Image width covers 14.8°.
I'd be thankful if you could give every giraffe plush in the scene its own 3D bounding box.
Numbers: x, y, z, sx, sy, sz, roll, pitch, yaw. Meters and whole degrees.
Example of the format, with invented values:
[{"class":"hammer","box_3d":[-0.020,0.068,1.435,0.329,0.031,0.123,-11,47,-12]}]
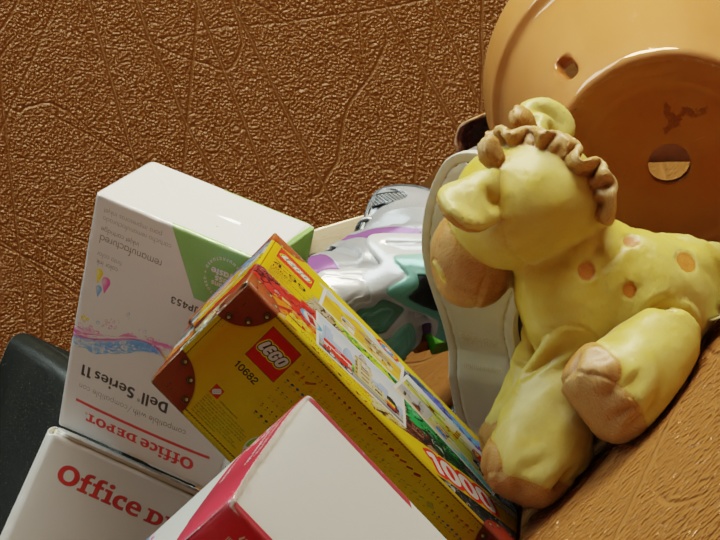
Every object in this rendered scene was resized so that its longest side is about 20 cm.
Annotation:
[{"class":"giraffe plush","box_3d":[0.104,0.002,1.490,0.200,0.162,0.173,-44,4,11]}]

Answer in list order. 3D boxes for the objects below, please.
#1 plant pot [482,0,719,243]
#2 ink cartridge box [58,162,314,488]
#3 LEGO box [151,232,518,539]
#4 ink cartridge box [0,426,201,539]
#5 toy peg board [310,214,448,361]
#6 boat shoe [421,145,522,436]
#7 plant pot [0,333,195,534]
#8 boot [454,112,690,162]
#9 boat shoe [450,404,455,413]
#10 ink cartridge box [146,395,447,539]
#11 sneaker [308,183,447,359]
[{"class":"plant pot","box_3d":[0.171,-0.085,1.605,0.200,0.200,0.140,-43,17,18]},{"class":"ink cartridge box","box_3d":[-0.108,0.051,1.653,0.067,0.117,0.201,-39,-34,-56]},{"class":"LEGO box","box_3d":[-0.009,0.088,1.502,0.077,0.200,0.149,-44,5,11]},{"class":"ink cartridge box","box_3d":[-0.162,0.213,1.690,0.083,0.146,0.201,173,122,-86]},{"class":"toy peg board","box_3d":[0.062,0.019,1.961,0.199,0.098,0.199,-16,-15,-8]},{"class":"boat shoe","box_3d":[0.084,0.012,1.611,0.072,0.201,0.059,12,34,35]},{"class":"plant pot","box_3d":[-0.160,0.175,1.921,0.177,0.199,0.200,7,74,62]},{"class":"boot","box_3d":[0.173,-0.094,1.800,0.154,0.074,0.199,-10,0,-45]},{"class":"boat shoe","box_3d":[0.005,0.142,1.782,0.200,0.062,0.075,-42,3,15]},{"class":"ink cartridge box","box_3d":[-0.061,0.193,1.333,0.200,0.145,0.145,-42,5,21]},{"class":"sneaker","box_3d":[0.000,0.000,1.724,0.199,0.078,0.140,-10,33,9]}]
